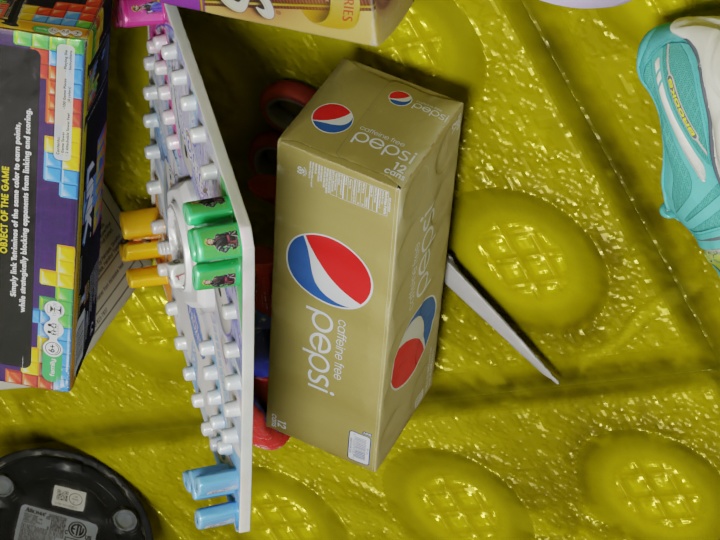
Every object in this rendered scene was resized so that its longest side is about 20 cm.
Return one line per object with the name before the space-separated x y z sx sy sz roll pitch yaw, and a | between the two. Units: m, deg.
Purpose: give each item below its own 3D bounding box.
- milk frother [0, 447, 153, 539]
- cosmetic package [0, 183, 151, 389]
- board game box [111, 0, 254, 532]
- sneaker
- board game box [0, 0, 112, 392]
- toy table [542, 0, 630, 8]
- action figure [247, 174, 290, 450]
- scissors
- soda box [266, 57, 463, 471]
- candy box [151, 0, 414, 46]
milk frother | -0.191 0.245 1.519 0.180 0.200 0.188 29 140 0
cosmetic package | -0.204 -0.046 1.317 0.087 0.103 0.201 -6 124 37
board game box | -0.085 -0.011 1.218 0.026 0.200 0.201 -9 137 -12
sneaker | 0.173 -0.024 1.119 0.079 0.077 0.201 18 136 48
board game box | -0.204 -0.048 1.208 0.164 0.057 0.201 11 125 4
toy table | 0.072 -0.196 0.942 0.200 0.184 0.117 36 158 -15
action figure | -0.049 0.032 1.308 0.051 0.066 0.200 17 146 14
scissors | 0.028 -0.018 1.252 0.200 0.014 0.073 37 139 0
soda box | 0.000 0.000 1.228 0.064 0.068 0.201 23 139 15
candy box | -0.075 -0.176 1.137 0.199 0.057 0.117 12 135 23
